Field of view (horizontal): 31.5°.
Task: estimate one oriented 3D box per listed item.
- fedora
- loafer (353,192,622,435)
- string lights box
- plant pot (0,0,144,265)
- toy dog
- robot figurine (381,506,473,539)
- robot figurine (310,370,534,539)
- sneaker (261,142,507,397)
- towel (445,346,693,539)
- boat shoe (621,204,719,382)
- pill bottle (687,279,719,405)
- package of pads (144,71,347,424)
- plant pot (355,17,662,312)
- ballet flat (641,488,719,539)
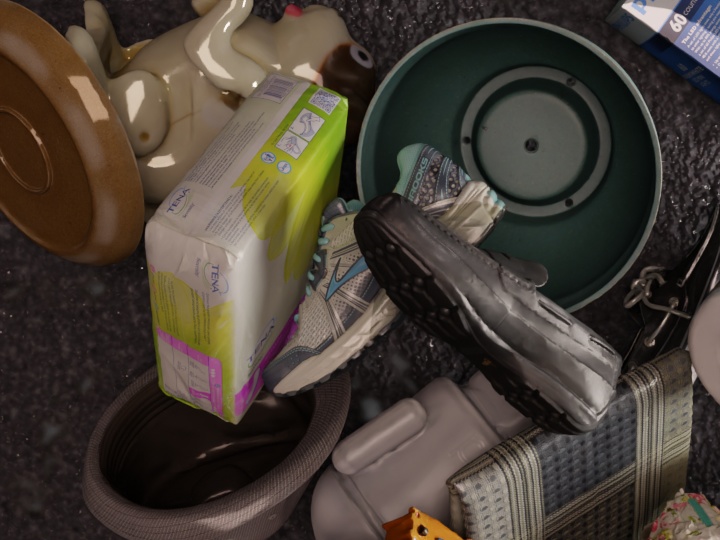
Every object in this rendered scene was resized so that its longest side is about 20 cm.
[{"bbox_3d":[-0.093,0.133,0.905,0.200,0.177,0.090,-35,134,-20],"label":"fedora"},{"bbox_3d":[0.079,0.018,0.766,0.200,0.068,0.070,41,67,-17],"label":"loafer"},{"bbox_3d":[0.293,-0.171,0.935,0.200,0.059,0.103,36,90,-1],"label":"string lights box"},{"bbox_3d":[-0.225,-0.086,0.875,0.027,0.200,0.200,-36,91,-37],"label":"plant pot"},{"bbox_3d":[-0.087,-0.122,0.898,0.200,0.140,0.194,-11,104,0],"label":"toy dog"},{"bbox_3d":[0.060,0.231,0.833,0.145,0.058,0.200,-27,124,36],"label":"robot figurine"},{"bbox_3d":[0.046,0.155,0.911,0.200,0.113,0.170,-40,125,1],"label":"robot figurine"},{"bbox_3d":[0.000,0.000,0.836,0.200,0.078,0.086,-45,83,14],"label":"sneaker"},{"bbox_3d":[0.145,0.156,0.879,0.192,0.200,0.035,-28,47,-17],"label":"towel"},{"bbox_3d":[0.226,0.031,0.933,0.068,0.074,0.200,23,104,9],"label":"boat shoe"},{"bbox_3d":[0.308,0.010,0.851,0.111,0.111,0.200,50,50,-1],"label":"pill bottle"},{"bbox_3d":[-0.075,-0.009,0.831,0.068,0.200,0.155,24,54,12],"label":"package of pads"},{"bbox_3d":[0.111,-0.079,0.883,0.200,0.134,0.201,5,107,16],"label":"plant pot"},{"bbox_3d":[0.212,0.219,0.904,0.075,0.200,0.064,-4,53,-21],"label":"ballet flat"}]
